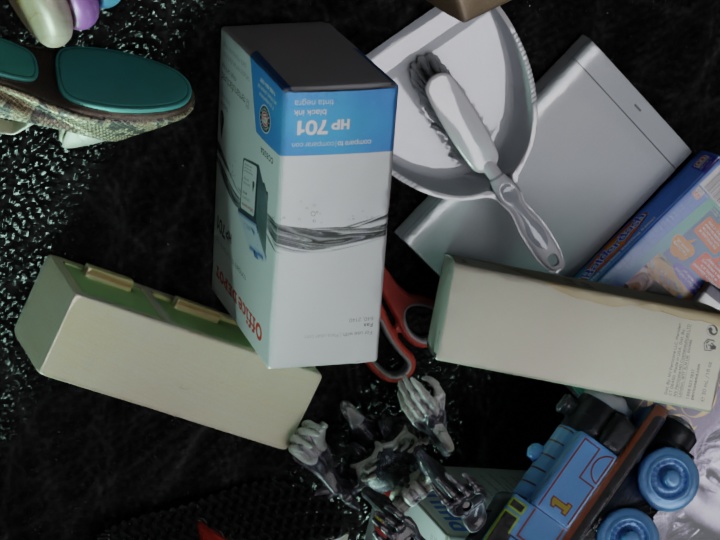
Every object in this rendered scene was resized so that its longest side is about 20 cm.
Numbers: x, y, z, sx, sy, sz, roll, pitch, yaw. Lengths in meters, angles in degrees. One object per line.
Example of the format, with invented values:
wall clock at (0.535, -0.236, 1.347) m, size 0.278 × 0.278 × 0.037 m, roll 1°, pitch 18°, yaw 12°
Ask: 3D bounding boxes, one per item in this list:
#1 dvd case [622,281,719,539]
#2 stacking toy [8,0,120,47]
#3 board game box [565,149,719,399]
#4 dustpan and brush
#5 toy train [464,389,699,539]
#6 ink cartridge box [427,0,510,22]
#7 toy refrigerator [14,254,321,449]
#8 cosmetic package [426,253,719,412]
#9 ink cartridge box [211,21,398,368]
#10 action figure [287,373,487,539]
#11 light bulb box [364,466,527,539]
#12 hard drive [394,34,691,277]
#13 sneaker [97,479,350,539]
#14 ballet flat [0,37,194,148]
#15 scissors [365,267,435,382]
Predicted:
dvd case at (0.254, 0.132, 1.760) m, size 0.149 × 0.016 × 0.200 m, roll 38°, pitch 90°, yaw -6°
stacking toy at (-0.139, -0.227, 1.547) m, size 0.200 × 0.085 × 0.086 m, roll -31°, pitch 121°, yaw -15°
board game box at (0.240, 0.033, 1.783) m, size 0.200 × 0.045 × 0.152 m, roll -44°, pitch 105°, yaw -2°
dustpan and brush at (0.085, -0.083, 1.684) m, size 0.139 × 0.057 × 0.200 m, roll -35°, pitch 110°, yaw -4°
toy train at (0.156, 0.173, 1.695) m, size 0.114 × 0.087 × 0.200 m, roll 36°, pitch 80°, yaw -3°
ink cartridge box at (0.095, -0.294, 1.611) m, size 0.165 × 0.075 × 0.200 m, roll -29°, pitch 121°, yaw -10°
toy refrigerator at (-0.133, 0.056, 1.666) m, size 0.200 × 0.076 × 0.070 m, roll 19°, pitch 103°, yaw -28°
cosmetic package at (0.153, 0.043, 1.690) m, size 0.199 × 0.104 × 0.073 m, roll 12°, pitch 94°, yaw -4°
ink cartridge box at (-0.041, -0.053, 1.615) m, size 0.086 × 0.146 × 0.200 m, roll -3°, pitch 113°, yaw -20°
action figure at (0.019, 0.129, 1.692) m, size 0.119 × 0.200 × 0.102 m, roll -33°, pitch 116°, yaw -7°
light bulb box at (0.106, 0.265, 1.829) m, size 0.200 × 0.125 × 0.199 m, roll 5°, pitch 109°, yaw -26°
hard drive at (0.137, -0.059, 1.759) m, size 0.200 × 0.027 × 0.132 m, roll -46°, pitch 121°, yaw 2°
sneaker at (-0.107, 0.221, 1.764) m, size 0.199 × 0.070 × 0.094 m, roll -11°, pitch 137°, yaw -23°
ballet flat at (-0.213, -0.116, 1.569) m, size 0.200 × 0.068 × 0.075 m, roll 9°, pitch 136°, yaw -21°
scissors at (0.000, 0.000, 1.733) m, size 0.073 × 0.014 × 0.200 m, roll -36°, pitch 122°, yaw -3°
